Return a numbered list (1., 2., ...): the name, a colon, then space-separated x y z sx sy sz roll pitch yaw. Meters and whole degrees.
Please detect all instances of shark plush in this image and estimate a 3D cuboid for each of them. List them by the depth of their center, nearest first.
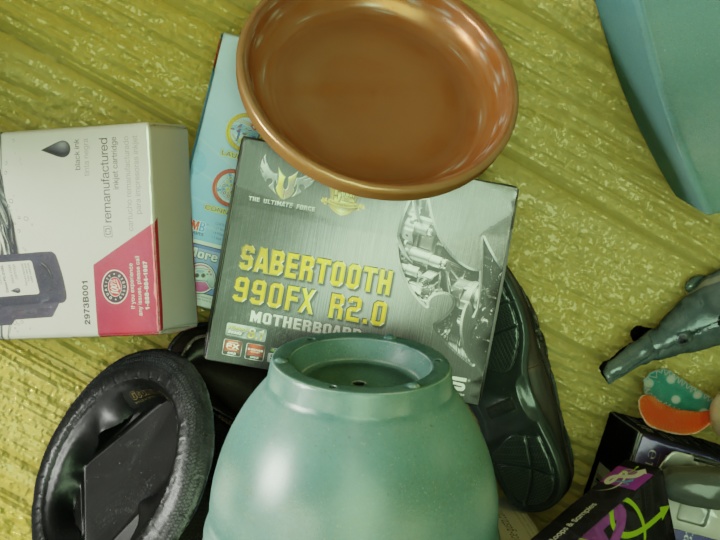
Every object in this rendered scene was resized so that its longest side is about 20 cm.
1. shark plush: 0.267 0.023 1.317 0.199 0.083 0.091 -13 96 -3

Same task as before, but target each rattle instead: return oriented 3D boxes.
1. rattle: 0.315 0.129 1.325 0.199 0.130 0.143 -19 127 -3

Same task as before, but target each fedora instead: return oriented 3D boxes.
1. fedora: -0.148 0.157 1.281 0.091 0.200 0.201 23 94 -38

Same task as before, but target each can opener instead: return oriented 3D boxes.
1. can opener: 0.297 0.175 1.237 0.199 0.067 0.054 16 93 -5

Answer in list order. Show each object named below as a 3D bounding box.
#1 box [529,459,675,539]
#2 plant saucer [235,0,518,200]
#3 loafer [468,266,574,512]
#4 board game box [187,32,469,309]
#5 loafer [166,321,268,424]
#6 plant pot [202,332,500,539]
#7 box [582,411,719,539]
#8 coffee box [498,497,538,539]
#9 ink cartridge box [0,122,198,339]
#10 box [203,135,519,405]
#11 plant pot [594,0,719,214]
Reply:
1. box: 0.140 0.233 1.154 0.200 0.036 0.144 -31 117 -38
2. plant saucer: 0.010 -0.126 1.240 0.199 0.038 0.201 6 56 -9
3. loafer: 0.111 0.079 1.333 0.072 0.063 0.201 -16 90 28
4. board game box: -0.030 -0.054 1.305 0.199 0.056 0.197 15 94 -5
5. loafer: -0.050 0.096 1.309 0.199 0.071 0.073 23 93 -6
6. plant pot: -0.002 0.120 1.168 0.199 0.200 0.135 2 108 -4
7. box: 0.264 0.207 1.324 0.199 0.104 0.149 17 93 -5
8. coffee box: 0.028 0.281 1.266 0.197 0.200 0.201 1 96 -5
9. ink cartridge box: -0.223 -0.026 1.251 0.199 0.084 0.146 -2 92 14
10. box: 0.000 0.000 1.259 0.199 0.048 0.159 11 95 -5
11. plant pot: 0.258 -0.152 1.280 0.141 0.141 0.201 -15 103 -2
